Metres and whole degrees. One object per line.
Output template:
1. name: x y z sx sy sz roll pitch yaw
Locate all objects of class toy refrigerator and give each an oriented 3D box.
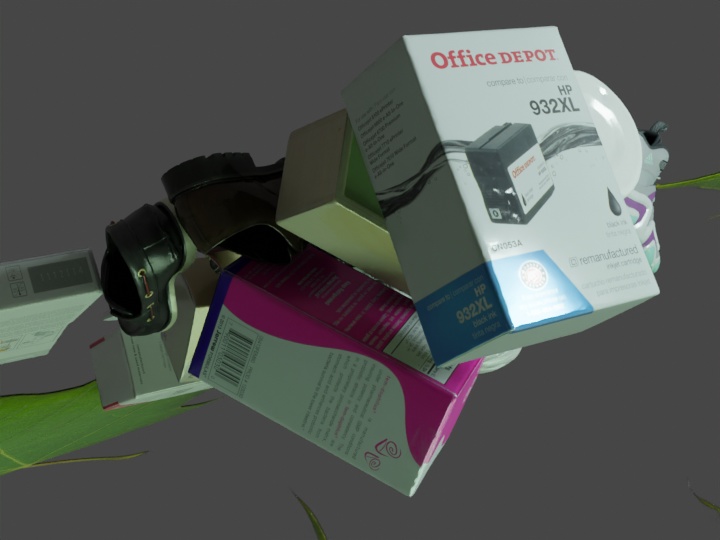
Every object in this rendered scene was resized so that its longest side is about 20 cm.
1. toy refrigerator: 0.037 -0.036 0.913 0.070 0.076 0.199 -17 145 42

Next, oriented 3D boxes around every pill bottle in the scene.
1. pill bottle: 0.126 -0.074 1.025 0.112 0.114 0.200 -11 168 -37

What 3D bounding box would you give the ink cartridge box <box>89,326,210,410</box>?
1. ink cartridge box: -0.193 0.096 1.419 0.199 0.083 0.146 -11 173 -28

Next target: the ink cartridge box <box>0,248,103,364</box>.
1. ink cartridge box: -0.336 0.045 1.028 0.199 0.045 0.176 -12 167 -33

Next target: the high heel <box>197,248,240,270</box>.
1. high heel: -0.094 0.008 1.029 0.067 0.097 0.200 -2 165 34

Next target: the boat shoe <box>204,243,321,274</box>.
1. boat shoe: -0.048 -0.018 1.158 0.199 0.065 0.073 -12 170 -28

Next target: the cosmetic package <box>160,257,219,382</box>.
1. cosmetic package: -0.086 0.043 1.208 0.199 0.071 0.106 -5 132 -26

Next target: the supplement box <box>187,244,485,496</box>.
1. supplement box: -0.015 0.068 0.956 0.103 0.199 0.102 -42 158 -59

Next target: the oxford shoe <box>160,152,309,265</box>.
1. oxford shoe: -0.061 -0.042 0.945 0.199 0.085 0.072 -11 166 -46

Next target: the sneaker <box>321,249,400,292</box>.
1. sneaker: 0.000 0.000 1.107 0.073 0.089 0.201 -4 138 -3

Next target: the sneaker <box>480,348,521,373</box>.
1. sneaker: 0.061 0.082 1.215 0.199 0.078 0.099 -31 154 4

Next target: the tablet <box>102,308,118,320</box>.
1. tablet: -0.169 0.026 1.336 0.130 0.014 0.199 -24 169 31

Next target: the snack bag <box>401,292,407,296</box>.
1. snack bag: 0.120 0.014 1.216 0.188 0.022 0.200 -25 156 12

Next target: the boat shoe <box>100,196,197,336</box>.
1. boat shoe: -0.182 0.006 1.000 0.063 0.074 0.202 -27 168 -24

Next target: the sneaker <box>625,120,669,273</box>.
1. sneaker: 0.283 -0.085 1.259 0.077 0.141 0.200 19 167 26

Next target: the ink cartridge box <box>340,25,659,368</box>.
1. ink cartridge box: 0.092 -0.053 0.820 0.144 0.201 0.084 -11 166 -36
